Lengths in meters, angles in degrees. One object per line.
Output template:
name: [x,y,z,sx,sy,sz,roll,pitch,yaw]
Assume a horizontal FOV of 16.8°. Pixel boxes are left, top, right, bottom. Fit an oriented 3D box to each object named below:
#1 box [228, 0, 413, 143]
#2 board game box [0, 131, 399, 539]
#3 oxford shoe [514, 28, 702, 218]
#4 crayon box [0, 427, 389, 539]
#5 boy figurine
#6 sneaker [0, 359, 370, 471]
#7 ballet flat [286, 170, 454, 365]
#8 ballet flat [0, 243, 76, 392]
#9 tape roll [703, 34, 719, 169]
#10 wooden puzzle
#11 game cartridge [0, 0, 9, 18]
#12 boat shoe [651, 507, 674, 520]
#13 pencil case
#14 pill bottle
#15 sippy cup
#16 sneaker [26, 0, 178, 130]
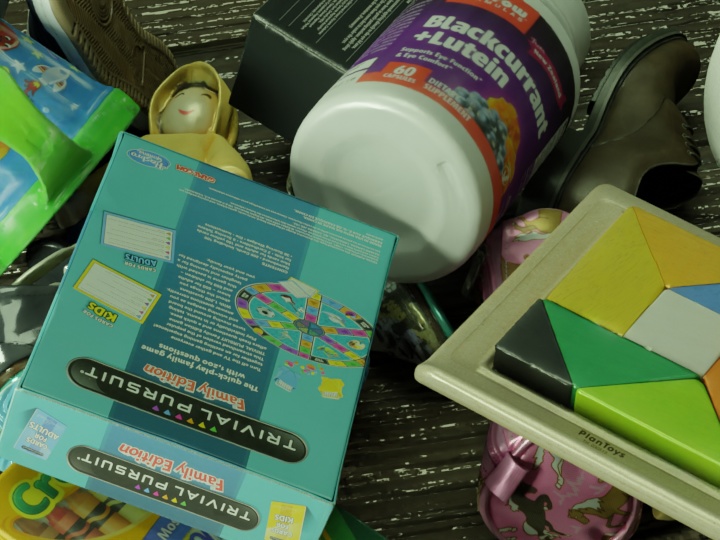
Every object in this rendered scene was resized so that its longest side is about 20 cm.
box: [0.033,-0.142,1.479,0.141,0.079,0.200,30,45,11]
board game box: [-0.072,0.033,1.155,0.150,0.047,0.201,20,39,-4]
oxford shoe: [0.163,-0.068,1.409,0.084,0.073,0.200,22,47,14]
crayon box: [-0.097,0.125,1.126,0.199,0.052,0.126,33,47,12]
boy figurine: [-0.115,-0.050,1.428,0.124,0.065,0.200,-3,36,29]
sneaker: [-0.097,0.067,1.254,0.199,0.077,0.081,-13,3,-17]
ballet flat: [0.000,0.000,1.339,0.071,0.072,0.201,-14,40,-8]
ballet flat: [-0.122,0.012,1.300,0.199,0.074,0.073,-16,33,-37]
tape roll: [0.282,-0.096,1.301,0.201,0.204,0.037,-12,34,-6]
wooden puzzle: [0.151,0.036,1.159,0.184,0.037,0.200,27,42,22]
game cartridge: [-0.273,-0.160,1.517,0.038,0.201,0.129,11,14,-43]
boat shoe: [0.182,0.060,1.224,0.064,0.074,0.201,15,39,1]
pencil case: [0.097,0.055,1.227,0.086,0.083,0.201,-5,36,3]
pill bottle: [0.052,-0.089,1.304,0.111,0.112,0.200,9,35,23]
sippy cup: [-0.216,-0.083,1.382,0.130,0.178,0.140,41,43,-7]
sneaker: [-0.189,-0.132,1.475,0.108,0.200,0.071,-2,71,16]
